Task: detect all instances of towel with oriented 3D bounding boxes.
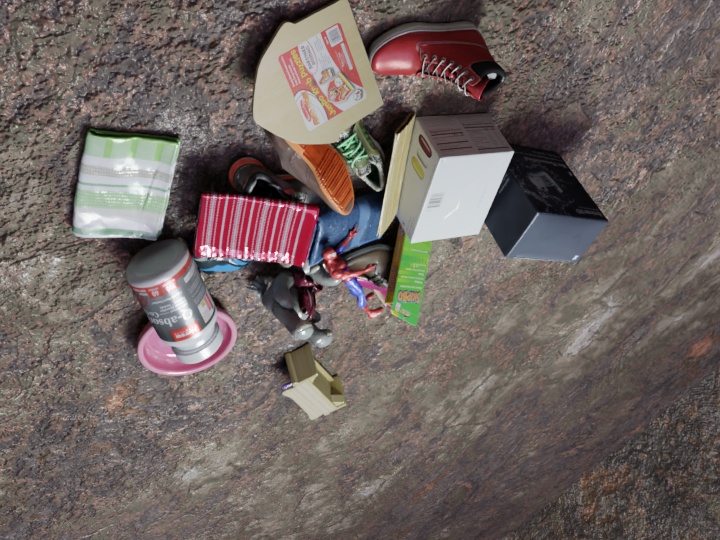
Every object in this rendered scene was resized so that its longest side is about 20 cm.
[{"bbox_3d":[-0.174,-0.065,1.270,0.195,0.023,0.146,5,137,-17],"label":"towel"},{"bbox_3d":[-0.021,-0.082,1.398,0.197,0.049,0.113,-20,146,-38],"label":"towel"},{"bbox_3d":[-0.368,-0.128,1.200,0.146,0.031,0.202,-1,137,-30],"label":"towel"}]

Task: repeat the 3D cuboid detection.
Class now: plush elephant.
[{"bbox_3d":[-0.106,0.026,1.449,0.156,0.199,0.165,-52,154,0],"label":"plush elephant"}]

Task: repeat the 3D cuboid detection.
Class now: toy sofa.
[{"bbox_3d":[-0.114,0.262,1.773,0.096,0.084,0.201,-24,144,8],"label":"toy sofa"}]

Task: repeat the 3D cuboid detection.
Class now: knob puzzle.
[{"bbox_3d":[-0.079,-0.280,1.145,0.214,0.031,0.225,-13,122,-21],"label":"knob puzzle"}]

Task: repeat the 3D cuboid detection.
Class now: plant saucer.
[{"bbox_3d":[-0.343,0.127,1.505,0.196,0.051,0.203,-17,142,-13],"label":"plant saucer"}]

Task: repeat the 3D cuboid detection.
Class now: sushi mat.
[{"bbox_3d":[0.061,-0.165,1.337,0.012,0.096,0.204,18,125,12],"label":"sushi mat"}]

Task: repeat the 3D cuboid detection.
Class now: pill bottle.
[{"bbox_3d":[-0.319,0.058,1.339,0.113,0.117,0.203,-22,126,-3],"label":"pill bottle"}]

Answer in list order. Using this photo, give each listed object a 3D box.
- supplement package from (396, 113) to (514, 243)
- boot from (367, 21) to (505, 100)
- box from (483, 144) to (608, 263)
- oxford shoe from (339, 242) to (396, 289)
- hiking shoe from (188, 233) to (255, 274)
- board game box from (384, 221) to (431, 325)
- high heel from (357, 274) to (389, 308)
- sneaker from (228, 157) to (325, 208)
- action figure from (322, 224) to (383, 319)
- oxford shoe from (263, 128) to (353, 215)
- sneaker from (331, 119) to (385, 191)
[{"bbox_3d":[0.160,-0.168,1.391,0.152,0.112,0.203,-8,139,-23],"label":"supplement package"},{"bbox_3d":[0.118,-0.309,1.169,0.195,0.146,0.073,-13,144,-14],"label":"boot"},{"bbox_3d":[0.332,-0.129,1.463,0.193,0.203,0.118,3,136,-33],"label":"box"},{"bbox_3d":[0.032,-0.008,1.498,0.196,0.087,0.072,-3,169,-38],"label":"oxford shoe"},{"bbox_3d":[-0.206,-0.046,1.369,0.194,0.076,0.087,-9,150,-4],"label":"hiking shoe"},{"bbox_3d":[0.096,-0.002,1.506,0.029,0.205,0.095,-3,160,37],"label":"board game box"},{"bbox_3d":[0.021,0.038,1.597,0.197,0.068,0.097,2,128,-50],"label":"high heel"},{"bbox_3d":[-0.131,-0.121,1.290,0.197,0.082,0.078,15,113,-41],"label":"sneaker"},{"bbox_3d":[0.000,0.000,1.392,0.099,0.066,0.200,-40,140,4],"label":"action figure"},{"bbox_3d":[-0.081,-0.172,1.243,0.072,0.072,0.202,-11,124,43],"label":"oxford shoe"},{"bbox_3d":[-0.006,-0.201,1.272,0.076,0.090,0.199,-35,142,15],"label":"sneaker"}]
